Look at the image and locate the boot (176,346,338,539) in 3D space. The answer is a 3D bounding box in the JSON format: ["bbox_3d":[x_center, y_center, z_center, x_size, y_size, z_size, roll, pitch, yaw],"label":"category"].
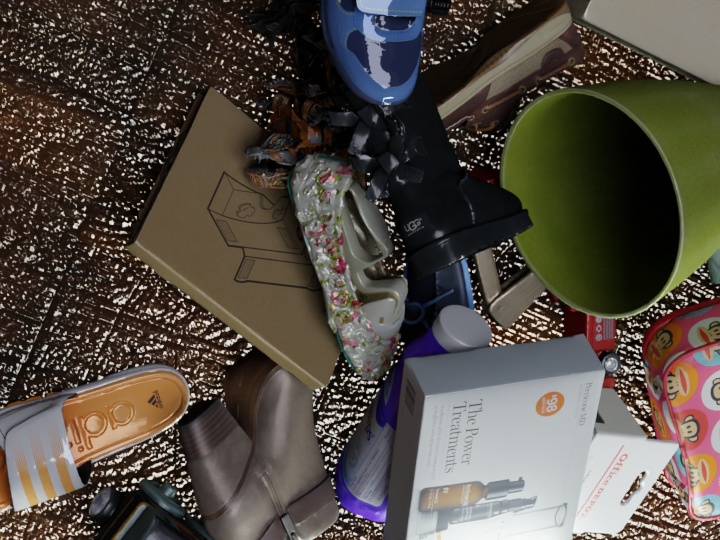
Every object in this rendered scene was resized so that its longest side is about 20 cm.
[{"bbox_3d":[-0.059,0.141,1.580,0.200,0.070,0.147,-39,108,-27],"label":"boot"}]

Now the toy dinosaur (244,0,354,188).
[{"bbox_3d":[-0.025,-0.150,1.551,0.200,0.102,0.136,-60,140,-43],"label":"toy dinosaur"}]

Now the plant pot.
[{"bbox_3d":[0.248,-0.081,1.593,0.199,0.187,0.188,-23,110,-40],"label":"plant pot"}]

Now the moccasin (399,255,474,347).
[{"bbox_3d":[0.057,0.048,1.621,0.068,0.080,0.201,-10,105,-13],"label":"moccasin"}]

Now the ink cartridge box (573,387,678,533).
[{"bbox_3d":[0.160,0.159,1.661,0.199,0.067,0.116,9,123,-35],"label":"ink cartridge box"}]

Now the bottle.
[{"bbox_3d":[0.043,0.114,1.578,0.065,0.084,0.200,22,127,-9],"label":"bottle"}]

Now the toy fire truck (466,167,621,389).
[{"bbox_3d":[0.152,0.012,1.668,0.140,0.049,0.201,-5,104,-21],"label":"toy fire truck"}]

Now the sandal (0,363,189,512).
[{"bbox_3d":[-0.225,0.131,1.533,0.206,0.059,0.080,-25,109,-16],"label":"sandal"}]

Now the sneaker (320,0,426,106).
[{"bbox_3d":[0.019,-0.219,1.391,0.074,0.082,0.201,-1,90,-26],"label":"sneaker"}]

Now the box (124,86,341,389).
[{"bbox_3d":[-0.078,-0.026,1.538,0.200,0.021,0.164,38,54,-24],"label":"box"}]

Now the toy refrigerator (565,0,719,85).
[{"bbox_3d":[0.269,-0.213,1.659,0.199,0.070,0.076,22,96,-23],"label":"toy refrigerator"}]

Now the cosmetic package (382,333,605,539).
[{"bbox_3d":[0.103,0.150,1.541,0.150,0.052,0.201,-9,129,-18],"label":"cosmetic package"}]

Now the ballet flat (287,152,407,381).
[{"bbox_3d":[0.000,0.000,1.516,0.076,0.064,0.201,-54,131,-49],"label":"ballet flat"}]

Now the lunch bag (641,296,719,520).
[{"bbox_3d":[0.348,0.114,1.725,0.175,0.082,0.201,-18,121,-4],"label":"lunch bag"}]

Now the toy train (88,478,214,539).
[{"bbox_3d":[-0.133,0.246,1.563,0.200,0.114,0.085,41,89,-24],"label":"toy train"}]

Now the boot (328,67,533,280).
[{"bbox_3d":[0.055,-0.086,1.509,0.073,0.198,0.163,-25,88,25],"label":"boot"}]

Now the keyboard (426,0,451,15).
[{"bbox_3d":[0.077,-0.303,1.547,0.104,0.039,0.201,-9,109,-62],"label":"keyboard"}]

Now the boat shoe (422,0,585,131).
[{"bbox_3d":[0.100,-0.143,1.603,0.200,0.072,0.072,-37,119,-10],"label":"boat shoe"}]

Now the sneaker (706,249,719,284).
[{"bbox_3d":[0.388,-0.049,1.736,0.199,0.074,0.119,-14,100,-9],"label":"sneaker"}]
